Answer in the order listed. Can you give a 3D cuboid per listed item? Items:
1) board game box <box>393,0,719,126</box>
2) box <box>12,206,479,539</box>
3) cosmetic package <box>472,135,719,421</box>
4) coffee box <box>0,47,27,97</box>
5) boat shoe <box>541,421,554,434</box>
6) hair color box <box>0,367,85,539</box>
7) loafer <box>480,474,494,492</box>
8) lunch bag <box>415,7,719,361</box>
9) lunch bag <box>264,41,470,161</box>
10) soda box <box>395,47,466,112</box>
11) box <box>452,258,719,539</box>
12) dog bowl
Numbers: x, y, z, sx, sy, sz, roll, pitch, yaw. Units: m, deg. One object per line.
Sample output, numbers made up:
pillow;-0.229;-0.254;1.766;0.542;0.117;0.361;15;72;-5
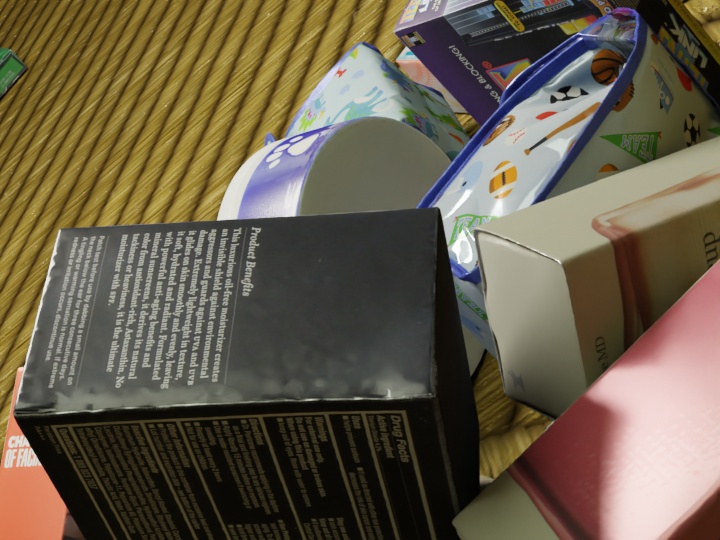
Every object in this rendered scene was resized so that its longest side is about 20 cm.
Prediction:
board game box;0.147;-0.127;1.010;0.165;0.200;0.057;-12;43;47
box;-0.044;0.077;0.797;0.198;0.200;0.123;-2;51;9
cosmetic package;0.172;-0.001;0.819;0.200;0.103;0.087;-22;21;-21
coffee box;-0.603;-0.297;2.435;0.123;0.044;0.200;-51;28;-12
boat shoe;0.114;0.146;0.844;0.200;0.072;0.071;-51;34;12
hair color box;-0.160;0.164;0.906;0.064;0.111;0.200;-8;66;31
loafer;-0.002;0.169;0.911;0.200;0.076;0.068;-13;7;-9
lunch bag;0.143;-0.030;0.920;0.200;0.170;0.124;-52;31;-9
lunch bag;-0.010;-0.057;1.226;0.200;0.127;0.170;-51;27;18
soda box;0.116;-0.170;1.252;0.064;0.068;0.200;-53;28;-13
box;0.168;0.109;0.733;0.200;0.128;0.109;-45;34;1
dog bowl;0.000;0.000;1.039;0.079;0.200;0.200;-13;41;42
